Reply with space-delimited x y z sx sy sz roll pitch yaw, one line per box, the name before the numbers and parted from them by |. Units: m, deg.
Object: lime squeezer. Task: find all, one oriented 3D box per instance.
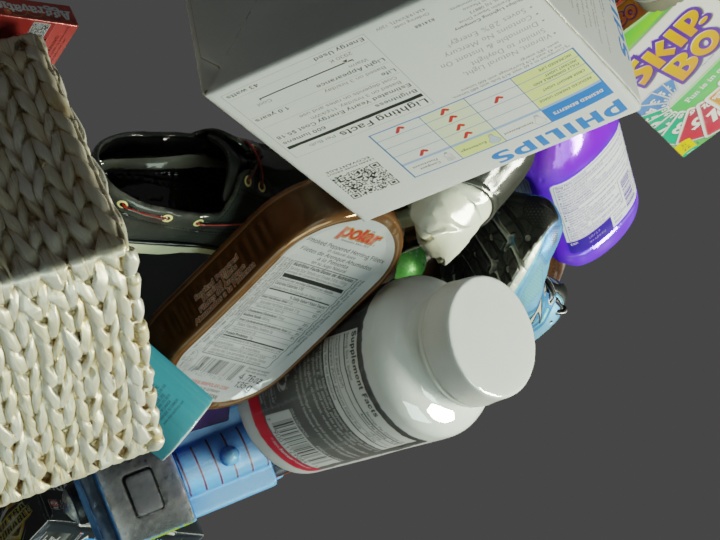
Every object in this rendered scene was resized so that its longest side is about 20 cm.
lime squeezer | 0.000 0.000 1.760 0.070 0.038 0.200 28 122 -28

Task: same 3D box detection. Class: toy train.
toy train | -0.115 0.135 1.800 0.199 0.087 0.114 -21 -173 -11

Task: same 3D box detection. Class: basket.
basket | -0.221 0.005 1.429 0.160 0.200 0.199 -18 140 -13

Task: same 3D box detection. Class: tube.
tube | -0.184 0.037 1.583 0.077 0.200 0.050 -48 -175 23

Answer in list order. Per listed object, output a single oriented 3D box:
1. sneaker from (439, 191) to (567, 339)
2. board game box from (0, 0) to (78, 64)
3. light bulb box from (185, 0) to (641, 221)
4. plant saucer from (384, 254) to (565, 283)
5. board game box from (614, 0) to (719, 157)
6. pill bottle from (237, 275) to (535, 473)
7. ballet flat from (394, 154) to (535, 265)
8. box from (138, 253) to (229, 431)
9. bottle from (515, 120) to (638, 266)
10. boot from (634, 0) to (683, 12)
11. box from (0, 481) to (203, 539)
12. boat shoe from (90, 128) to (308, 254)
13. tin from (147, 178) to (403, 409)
sneaker | 0.105 0.005 1.772 0.090 0.079 0.200 -12 153 -22
board game box | -0.255 -0.084 1.485 0.103 0.019 0.200 5 135 -39
light bulb box | 0.030 -0.148 1.472 0.198 0.125 0.200 -22 151 20
plant saucer | 0.072 0.011 1.852 0.200 0.035 0.201 -19 147 -13
board game box | 0.219 -0.149 1.747 0.095 0.030 0.200 -37 145 13
pill bottle | 0.018 0.066 1.690 0.110 0.111 0.200 7 162 -43
ballet flat | 0.031 -0.028 1.685 0.199 0.069 0.068 -24 137 23
box | -0.188 0.061 1.688 0.199 0.079 0.141 -16 143 -18
bottle | 0.137 -0.087 1.724 0.084 0.065 0.200 -44 145 -15
boot | 0.189 -0.250 1.553 0.182 0.073 0.200 -37 140 13
box | -0.239 0.238 1.924 0.159 0.046 0.200 12 130 -46
boat shoe | -0.087 -0.051 1.606 0.201 0.074 0.063 -2 148 -29
tin | -0.056 0.017 1.624 0.200 0.042 0.112 -44 149 22
